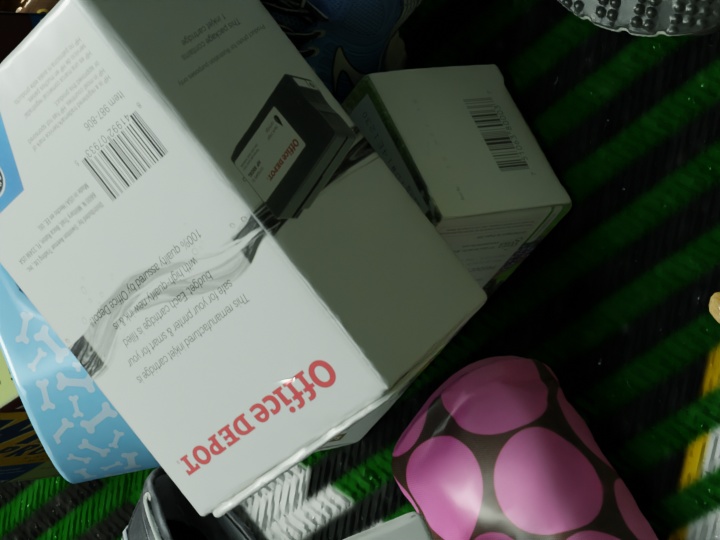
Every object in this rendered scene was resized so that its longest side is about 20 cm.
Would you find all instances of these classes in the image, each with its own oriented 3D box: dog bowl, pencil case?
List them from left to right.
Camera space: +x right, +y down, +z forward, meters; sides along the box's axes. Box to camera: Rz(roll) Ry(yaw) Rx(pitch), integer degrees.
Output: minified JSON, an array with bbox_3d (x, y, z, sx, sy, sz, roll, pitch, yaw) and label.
[{"bbox_3d":[-0.145,0.006,1.184,0.112,0.049,0.201,66,-178,-79],"label":"dog bowl"},{"bbox_3d":[0.083,0.139,1.073,0.094,0.090,0.201,-51,52,38],"label":"pencil case"}]

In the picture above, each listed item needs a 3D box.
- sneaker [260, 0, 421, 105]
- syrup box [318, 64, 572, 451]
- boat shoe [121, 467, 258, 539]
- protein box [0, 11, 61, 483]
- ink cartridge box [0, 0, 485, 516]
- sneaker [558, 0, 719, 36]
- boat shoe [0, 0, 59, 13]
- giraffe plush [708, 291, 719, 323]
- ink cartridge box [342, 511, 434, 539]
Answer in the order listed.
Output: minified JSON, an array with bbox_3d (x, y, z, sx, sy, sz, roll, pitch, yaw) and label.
[{"bbox_3d":[-0.023,-0.098,1.118,0.078,0.089,0.200,30,164,12],"label":"sneaker"},{"bbox_3d":[0.000,0.000,1.170,0.200,0.081,0.079,-51,58,42],"label":"syrup box"},{"bbox_3d":[-0.058,0.168,1.274,0.200,0.071,0.068,48,130,47],"label":"boat shoe"},{"bbox_3d":[-0.182,-0.007,1.359,0.200,0.134,0.200,-31,69,49],"label":"protein box"},{"bbox_3d":[-0.067,-0.018,1.068,0.200,0.084,0.144,52,136,-2],"label":"ink cartridge box"},{"bbox_3d":[0.085,-0.152,1.067,0.199,0.080,0.074,28,107,30],"label":"sneaker"},{"bbox_3d":[-0.158,-0.186,1.367,0.072,0.067,0.201,53,131,35],"label":"boat shoe"},{"bbox_3d":[0.203,-0.064,0.878,0.200,0.171,0.164,115,159,-82],"label":"giraffe plush"},{"bbox_3d":[0.017,0.215,1.090,0.200,0.084,0.145,86,161,-61],"label":"ink cartridge box"}]
